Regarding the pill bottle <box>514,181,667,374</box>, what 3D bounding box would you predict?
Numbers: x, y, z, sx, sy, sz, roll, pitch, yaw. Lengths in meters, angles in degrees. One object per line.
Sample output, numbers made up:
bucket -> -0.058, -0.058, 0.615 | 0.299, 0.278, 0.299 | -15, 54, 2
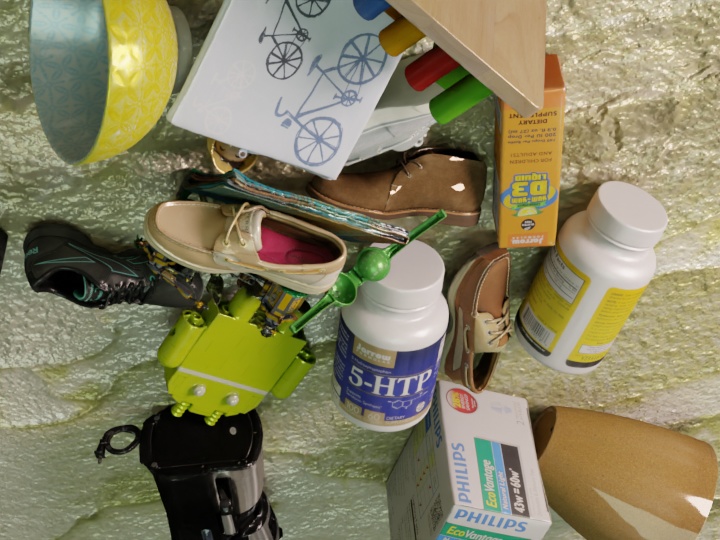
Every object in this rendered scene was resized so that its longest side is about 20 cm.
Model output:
pill bottle -> 0.252, 0.007, 1.453 | 0.110, 0.112, 0.201 | 12, 129, -15

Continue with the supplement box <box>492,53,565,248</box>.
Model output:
supplement box -> 0.171, -0.118, 1.371 | 0.066, 0.069, 0.201 | -4, 133, 1

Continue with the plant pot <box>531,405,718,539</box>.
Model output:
plant pot -> 0.299, 0.251, 1.637 | 0.199, 0.187, 0.187 | 27, 124, -9

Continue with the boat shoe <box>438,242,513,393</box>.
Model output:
boat shoe -> 0.139, 0.057, 1.497 | 0.075, 0.074, 0.201 | -26, 145, -31

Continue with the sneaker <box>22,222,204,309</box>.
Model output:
sneaker -> -0.264, 0.014, 1.434 | 0.198, 0.080, 0.076 | 13, 127, -18

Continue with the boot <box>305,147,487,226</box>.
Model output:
boot -> 0.039, -0.094, 1.376 | 0.198, 0.074, 0.076 | 1, 120, -25

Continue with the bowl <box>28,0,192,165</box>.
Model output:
bowl -> -0.215, -0.198, 1.206 | 0.107, 0.201, 0.201 | -6, 135, -32

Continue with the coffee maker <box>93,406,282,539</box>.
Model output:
coffee maker -> -0.200, 0.266, 1.638 | 0.190, 0.135, 0.201 | 10, 132, 17

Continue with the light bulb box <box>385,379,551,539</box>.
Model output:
light bulb box -> 0.123, 0.277, 1.613 | 0.124, 0.199, 0.201 | 13, 129, -15

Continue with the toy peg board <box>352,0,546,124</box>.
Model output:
toy peg board -> 0.063, -0.242, 1.181 | 0.199, 0.201, 0.098 | 34, 135, -29

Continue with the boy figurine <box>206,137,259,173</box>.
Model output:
boy figurine -> -0.097, -0.177, 1.298 | 0.124, 0.065, 0.200 | 24, 121, -27

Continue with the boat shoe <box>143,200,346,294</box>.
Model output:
boat shoe -> -0.106, -0.034, 1.286 | 0.198, 0.074, 0.069 | 13, 152, -18

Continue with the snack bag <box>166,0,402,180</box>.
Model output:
snack bag -> -0.062, -0.184, 1.226 | 0.199, 0.021, 0.189 | 14, 115, -34

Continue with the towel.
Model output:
towel -> -0.066, -0.062, 1.329 | 0.199, 0.146, 0.022 | 17, 86, -25

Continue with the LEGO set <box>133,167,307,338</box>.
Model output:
LEGO set -> -0.145, -0.001, 1.388 | 0.199, 0.154, 0.116 | 22, 125, -18

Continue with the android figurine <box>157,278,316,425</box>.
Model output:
android figurine -> -0.144, 0.100, 1.525 | 0.181, 0.041, 0.200 | 21, 120, -34

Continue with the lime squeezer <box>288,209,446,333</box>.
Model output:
lime squeezer -> 0.000, 0.000, 1.364 | 0.199, 0.038, 0.071 | -37, 166, -14

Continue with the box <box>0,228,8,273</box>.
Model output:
box -> -0.471, -0.020, 1.338 | 0.124, 0.149, 0.200 | -32, 126, 19

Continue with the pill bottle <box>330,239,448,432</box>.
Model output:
pill bottle -> 0.034, 0.069, 1.481 | 0.118, 0.120, 0.201 | 2, 130, -7

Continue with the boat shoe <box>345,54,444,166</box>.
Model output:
boat shoe -> 0.030, -0.153, 1.333 | 0.199, 0.071, 0.072 | -18, 140, 16
